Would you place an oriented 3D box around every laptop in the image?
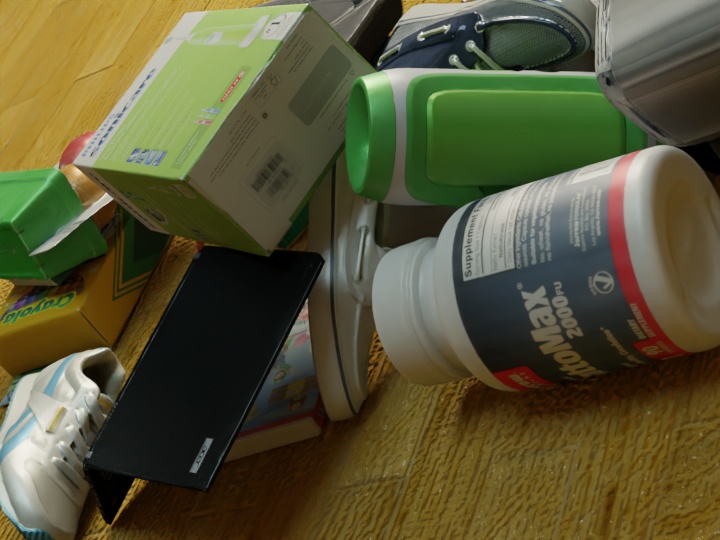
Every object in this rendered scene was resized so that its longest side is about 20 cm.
[{"bbox_3d":[-0.104,0.085,1.122,0.103,0.200,0.178,23,66,10],"label":"laptop"}]

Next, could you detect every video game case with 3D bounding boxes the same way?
[{"bbox_3d":[-0.066,0.059,1.217,0.142,0.017,0.201,-19,34,30],"label":"video game case"}]

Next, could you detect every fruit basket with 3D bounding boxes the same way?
[{"bbox_3d":[-0.247,-0.066,1.451,0.184,0.094,0.200,-1,29,47],"label":"fruit basket"}]

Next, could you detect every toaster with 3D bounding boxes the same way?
[{"bbox_3d":[0.218,-0.159,0.985,0.129,0.113,0.201,-22,50,43],"label":"toaster"}]

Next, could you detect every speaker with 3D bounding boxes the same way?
[{"bbox_3d":[0.094,-0.084,1.045,0.198,0.089,0.089,0,26,-13],"label":"speaker"}]

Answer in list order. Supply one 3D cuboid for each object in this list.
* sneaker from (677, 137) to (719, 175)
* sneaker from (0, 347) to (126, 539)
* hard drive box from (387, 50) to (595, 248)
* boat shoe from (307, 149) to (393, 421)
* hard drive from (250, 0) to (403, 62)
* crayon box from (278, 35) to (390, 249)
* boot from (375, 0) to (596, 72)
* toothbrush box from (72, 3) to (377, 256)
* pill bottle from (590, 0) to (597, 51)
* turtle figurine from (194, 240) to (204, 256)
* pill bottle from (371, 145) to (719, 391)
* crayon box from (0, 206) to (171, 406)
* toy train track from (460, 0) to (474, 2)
[{"bbox_3d":[0.278,-0.107,1.029,0.199,0.075,0.107,7,62,55],"label":"sneaker"},{"bbox_3d":[-0.222,0.129,1.234,0.080,0.077,0.201,-27,32,14],"label":"sneaker"},{"bbox_3d":[0.099,-0.109,1.212,0.155,0.077,0.201,-9,39,41],"label":"hard drive box"},{"bbox_3d":[0.000,0.000,1.116,0.065,0.074,0.202,-3,79,8],"label":"boat shoe"},{"bbox_3d":[-0.059,-0.188,1.416,0.199,0.042,0.135,-4,44,45],"label":"hard drive"},{"bbox_3d":[-0.041,-0.114,1.396,0.200,0.058,0.119,-47,30,-16],"label":"crayon box"},{"bbox_3d":[0.079,-0.140,1.142,0.199,0.073,0.091,-2,52,56],"label":"boot"},{"bbox_3d":[-0.094,-0.100,1.138,0.146,0.086,0.200,-56,29,-13],"label":"toothbrush box"},{"bbox_3d":[0.241,-0.228,1.135,0.199,0.117,0.116,-16,27,-9],"label":"pill bottle"},{"bbox_3d":[-0.062,-0.086,1.284,0.160,0.065,0.201,3,60,-1],"label":"turtle figurine"},{"bbox_3d":[0.112,0.008,0.985,0.199,0.120,0.120,-16,35,35],"label":"pill bottle"},{"bbox_3d":[-0.250,0.019,1.449,0.125,0.052,0.201,-17,35,33],"label":"crayon box"},{"bbox_3d":[0.121,-0.210,1.380,0.114,0.033,0.200,-37,28,2],"label":"toy train track"}]
